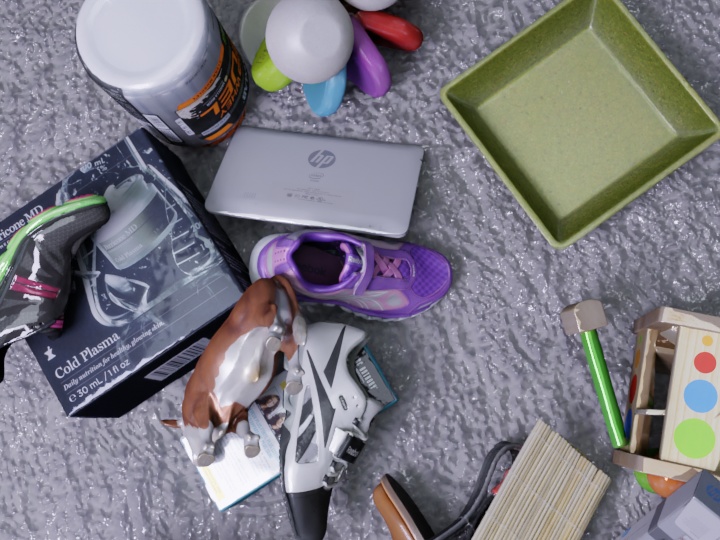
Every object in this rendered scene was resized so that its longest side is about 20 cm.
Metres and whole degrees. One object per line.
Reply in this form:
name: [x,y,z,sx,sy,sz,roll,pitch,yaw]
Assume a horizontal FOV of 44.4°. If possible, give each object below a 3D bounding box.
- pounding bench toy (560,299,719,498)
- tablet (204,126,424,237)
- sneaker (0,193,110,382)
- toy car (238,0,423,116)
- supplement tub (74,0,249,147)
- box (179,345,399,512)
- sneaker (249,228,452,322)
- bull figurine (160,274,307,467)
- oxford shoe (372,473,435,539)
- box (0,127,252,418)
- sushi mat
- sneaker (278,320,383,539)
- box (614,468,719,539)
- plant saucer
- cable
pounding bench toy: [0.267,0.119,0.782,0.199,0.124,0.157,11,83,8]
tablet: [-0.042,-0.092,0.874,0.199,0.014,0.131,8,49,7]
sneaker: [-0.282,0.016,0.773,0.084,0.077,0.200,40,92,-6]
toy car: [-0.016,-0.240,0.870,0.150,0.175,0.200,41,86,-26]
supplement tub: [-0.177,-0.193,0.842,0.122,0.200,0.123,-1,82,6]
box: [-0.067,0.144,0.854,0.199,0.049,0.083,-32,79,1]
sneaker: [0.000,0.000,0.828,0.199,0.088,0.081,5,76,-18]
bull figurine: [-0.109,0.100,0.767,0.065,0.121,0.201,19,106,-29]
oxford shoe: [0.052,0.287,0.810,0.071,0.071,0.201,-26,80,7]
box: [-0.225,0.008,0.858,0.200,0.124,0.197,-34,77,0]
sushi mat: [0.144,0.238,0.769,0.096,0.012,0.200,38,70,-10]
sneaker: [-0.024,0.144,0.785,0.088,0.074,0.201,-1,81,8]
box: [0.283,0.276,0.735,0.156,0.041,0.200,39,131,11]
plant saucer: [0.213,-0.149,0.870,0.199,0.048,0.200,-35,79,0]
cable: [0.112,0.218,0.783,0.199,0.050,0.098,-21,84,-33]
